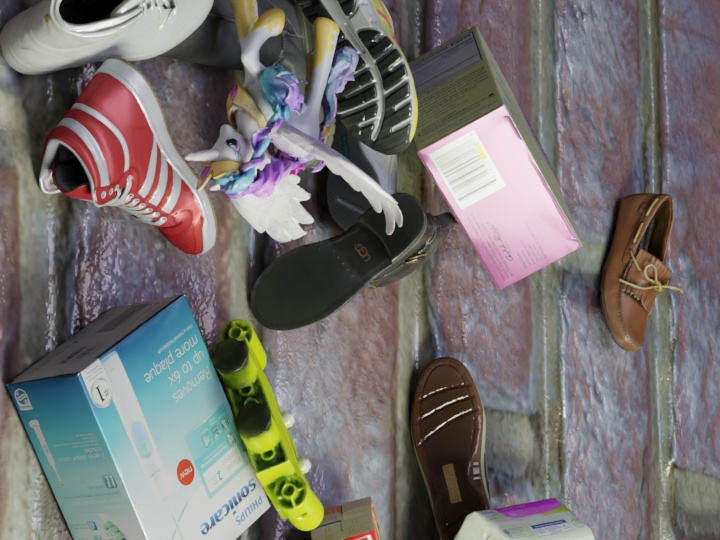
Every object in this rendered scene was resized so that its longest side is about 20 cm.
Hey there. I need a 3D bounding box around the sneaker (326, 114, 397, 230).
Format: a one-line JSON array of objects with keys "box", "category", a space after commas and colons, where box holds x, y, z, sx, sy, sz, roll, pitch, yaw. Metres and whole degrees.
[{"box": [-0.001, -0.133, 1.905, 0.080, 0.070, 0.202, 10, 76, -68], "category": "sneaker"}]

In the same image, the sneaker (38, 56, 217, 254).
[{"box": [-0.193, -0.064, 1.626, 0.113, 0.071, 0.201, -52, 134, -30], "category": "sneaker"}]

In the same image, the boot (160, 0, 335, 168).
[{"box": [-0.113, -0.188, 1.756, 0.199, 0.072, 0.183, 10, 61, -58], "category": "boot"}]

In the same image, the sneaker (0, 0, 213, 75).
[{"box": [-0.181, -0.213, 1.592, 0.199, 0.115, 0.074, -25, 93, -34], "category": "sneaker"}]

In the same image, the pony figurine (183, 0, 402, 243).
[{"box": [-0.062, -0.118, 1.689, 0.193, 0.166, 0.201, 35, 56, -37], "category": "pony figurine"}]

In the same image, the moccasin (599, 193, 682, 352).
[{"box": [0.328, 0.001, 2.285, 0.074, 0.077, 0.203, 46, 49, -36], "category": "moccasin"}]

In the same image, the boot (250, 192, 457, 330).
[{"box": [0.000, 0.000, 1.838, 0.070, 0.199, 0.174, 60, 4, 10], "category": "boot"}]

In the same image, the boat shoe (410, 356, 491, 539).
[{"box": [0.091, 0.190, 1.956, 0.075, 0.074, 0.204, 66, 19, -73], "category": "boat shoe"}]

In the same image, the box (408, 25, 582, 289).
[{"box": [0.125, -0.114, 1.958, 0.177, 0.096, 0.200, 57, 11, -28], "category": "box"}]

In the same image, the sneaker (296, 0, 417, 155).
[{"box": [0.009, -0.203, 1.830, 0.090, 0.078, 0.202, -2, 71, -69], "category": "sneaker"}]

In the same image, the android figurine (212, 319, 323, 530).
[{"box": [-0.078, 0.135, 1.677, 0.200, 0.041, 0.183, 67, 1, -61], "category": "android figurine"}]

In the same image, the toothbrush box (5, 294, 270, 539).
[{"box": [-0.175, 0.143, 1.590, 0.146, 0.085, 0.201, -38, 113, -50], "category": "toothbrush box"}]

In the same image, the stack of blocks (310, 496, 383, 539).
[{"box": [0.000, 0.283, 1.721, 0.200, 0.058, 0.116, -101, 176, -81], "category": "stack of blocks"}]

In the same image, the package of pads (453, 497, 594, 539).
[{"box": [0.125, 0.314, 1.881, 0.154, 0.068, 0.201, 0, 123, -52], "category": "package of pads"}]
